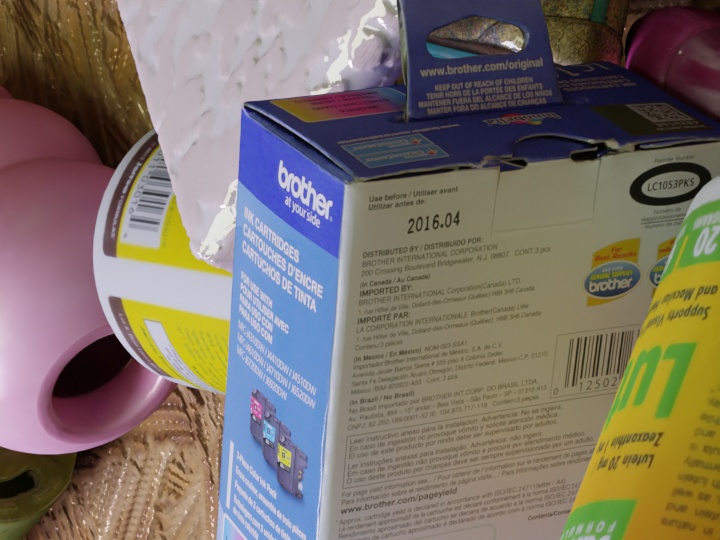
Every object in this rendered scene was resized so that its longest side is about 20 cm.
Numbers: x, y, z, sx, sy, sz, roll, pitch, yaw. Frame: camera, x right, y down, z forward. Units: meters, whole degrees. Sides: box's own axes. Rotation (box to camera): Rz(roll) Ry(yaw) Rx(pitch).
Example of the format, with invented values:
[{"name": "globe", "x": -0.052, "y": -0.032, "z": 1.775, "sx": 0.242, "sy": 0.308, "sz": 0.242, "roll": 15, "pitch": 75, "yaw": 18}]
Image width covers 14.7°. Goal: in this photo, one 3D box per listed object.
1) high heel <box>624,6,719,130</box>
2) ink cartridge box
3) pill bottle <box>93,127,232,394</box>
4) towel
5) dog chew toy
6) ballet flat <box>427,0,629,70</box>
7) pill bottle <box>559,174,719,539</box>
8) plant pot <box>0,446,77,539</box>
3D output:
[{"name": "high heel", "x": 0.124, "y": 0.014, "z": 0.901, "sx": 0.096, "sy": 0.067, "sz": 0.200, "roll": -139, "pitch": 30, "yaw": -66}, {"name": "ink cartridge box", "x": 0.033, "y": 0.016, "z": 0.847, "sx": 0.076, "sy": 0.136, "sz": 0.200, "roll": 38, "pitch": 129, "yaw": 52}, {"name": "pill bottle", "x": 0.000, "y": 0.000, "z": 0.999, "sx": 0.200, "sy": 0.109, "sz": 0.110, "roll": 10, "pitch": 113, "yaw": 50}, {"name": "towel", "x": -0.013, "y": -0.129, "z": 0.916, "sx": 0.200, "sy": 0.032, "sz": 0.191, "roll": -52, "pitch": 37, "yaw": 29}, {"name": "dog chew toy", "x": -0.152, "y": -0.015, "z": 1.183, "sx": 0.200, "sy": 0.124, "sz": 0.125, "roll": 49, "pitch": 139, "yaw": 37}, {"name": "ballet flat", "x": 0.019, "y": -0.101, "z": 0.958, "sx": 0.200, "sy": 0.071, "sz": 0.071, "roll": 14, "pitch": 116, "yaw": 50}, {"name": "pill bottle", "x": 0.111, "y": 0.081, "z": 0.765, "sx": 0.111, "sy": 0.200, "sz": 0.111, "roll": 20, "pitch": 160, "yaw": 8}, {"name": "plant pot", "x": -0.230, "y": 0.094, "z": 1.294, "sx": 0.190, "sy": 0.200, "sz": 0.200, "roll": -34, "pitch": 78, "yaw": 39}]
